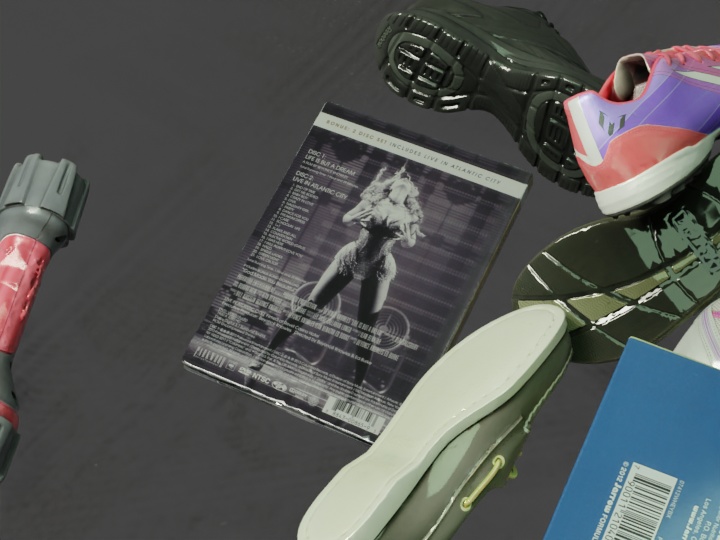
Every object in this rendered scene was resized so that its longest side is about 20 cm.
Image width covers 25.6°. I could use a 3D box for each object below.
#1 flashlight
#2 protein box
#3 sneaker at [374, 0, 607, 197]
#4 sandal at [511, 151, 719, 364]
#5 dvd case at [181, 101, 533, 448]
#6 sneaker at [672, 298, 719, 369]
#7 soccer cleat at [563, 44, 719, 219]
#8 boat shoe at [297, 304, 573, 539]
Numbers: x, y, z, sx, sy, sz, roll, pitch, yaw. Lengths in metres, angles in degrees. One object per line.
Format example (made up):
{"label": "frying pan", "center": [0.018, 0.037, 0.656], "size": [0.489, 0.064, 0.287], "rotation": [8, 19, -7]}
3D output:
{"label": "flashlight", "center": [-0.214, 0.025, 0.955], "size": [0.067, 0.068, 0.202], "rotation": [9, 64, 14]}
{"label": "protein box", "center": [0.189, 0.176, 0.777], "size": [0.198, 0.135, 0.200], "rotation": [20, 66, 18]}
{"label": "sneaker", "center": [0.110, -0.121, 0.985], "size": [0.199, 0.076, 0.091], "rotation": [32, 44, 10]}
{"label": "sandal", "center": [0.183, -0.009, 0.919], "size": [0.199, 0.057, 0.080], "rotation": [-30, 80, 9]}
{"label": "dvd case", "center": [0.000, 0.000, 0.967], "size": [0.147, 0.016, 0.202], "rotation": [20, 67, 18]}
{"label": "sneaker", "center": [0.256, 0.069, 0.856], "size": [0.198, 0.082, 0.089], "rotation": [23, 69, 18]}
{"label": "soccer cleat", "center": [0.183, -0.103, 0.908], "size": [0.200, 0.068, 0.074], "rotation": [-39, 103, -43]}
{"label": "boat shoe", "center": [0.051, 0.102, 0.881], "size": [0.202, 0.061, 0.072], "rotation": [-44, 25, -19]}
